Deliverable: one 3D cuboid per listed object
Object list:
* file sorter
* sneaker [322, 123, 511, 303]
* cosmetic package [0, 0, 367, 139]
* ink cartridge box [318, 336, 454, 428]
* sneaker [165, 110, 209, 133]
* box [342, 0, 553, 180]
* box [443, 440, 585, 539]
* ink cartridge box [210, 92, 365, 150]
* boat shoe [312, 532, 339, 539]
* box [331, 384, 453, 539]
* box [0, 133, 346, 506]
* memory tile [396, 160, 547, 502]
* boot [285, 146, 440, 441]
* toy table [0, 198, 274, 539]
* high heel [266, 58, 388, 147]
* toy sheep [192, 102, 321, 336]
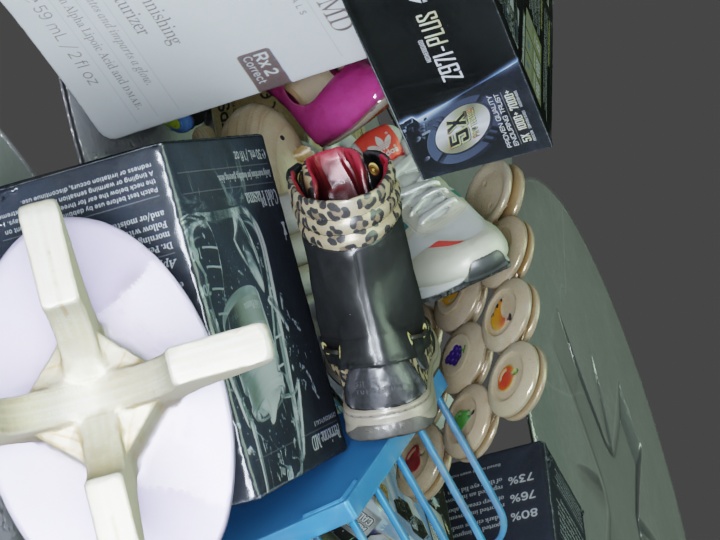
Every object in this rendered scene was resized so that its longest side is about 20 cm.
[{"bbox_3d":[-0.007,0.171,1.578,0.123,0.138,0.200,60,25,-9],"label":"file sorter"},{"bbox_3d":[0.025,-0.042,1.696,0.200,0.070,0.094,23,-45,63],"label":"sneaker"},{"bbox_3d":[-0.102,-0.213,1.595,0.165,0.199,0.166,54,24,-51],"label":"cosmetic package"},{"bbox_3d":[-0.005,0.034,1.853,0.200,0.044,0.174,51,16,6],"label":"ink cartridge box"},{"bbox_3d":[-0.102,-0.156,1.767,0.200,0.082,0.071,-73,144,-63],"label":"sneaker"},{"bbox_3d":[0.052,-0.184,1.568,0.201,0.086,0.164,-85,155,-49],"label":"box"},{"bbox_3d":[0.093,0.248,1.949,0.104,0.147,0.201,58,23,-49],"label":"box"},{"bbox_3d":[-0.060,-0.149,1.933,0.165,0.075,0.201,42,34,-67],"label":"ink cartridge box"},{"bbox_3d":[-0.008,0.215,1.769,0.200,0.062,0.072,60,20,-43],"label":"boat shoe"},{"bbox_3d":[0.004,0.133,1.801,0.137,0.040,0.200,45,15,-23],"label":"box"},{"bbox_3d":[-0.109,0.034,1.471,0.200,0.123,0.198,-19,95,-75],"label":"box"},{"bbox_3d":[0.065,0.037,1.706,0.017,0.153,0.201,22,45,-28],"label":"memory tile"},{"bbox_3d":[0.000,0.000,1.558,0.200,0.073,0.151,-92,170,-70],"label":"boot"},{"bbox_3d":[-0.129,0.066,1.287,0.201,0.183,0.117,63,-2,6],"label":"toy table"},{"bbox_3d":[-0.033,-0.132,1.655,0.096,0.067,0.200,55,-15,-10],"label":"high heel"},{"bbox_3d":[-0.063,-0.017,1.689,0.138,0.137,0.201,-85,172,-54],"label":"toy sheep"}]
